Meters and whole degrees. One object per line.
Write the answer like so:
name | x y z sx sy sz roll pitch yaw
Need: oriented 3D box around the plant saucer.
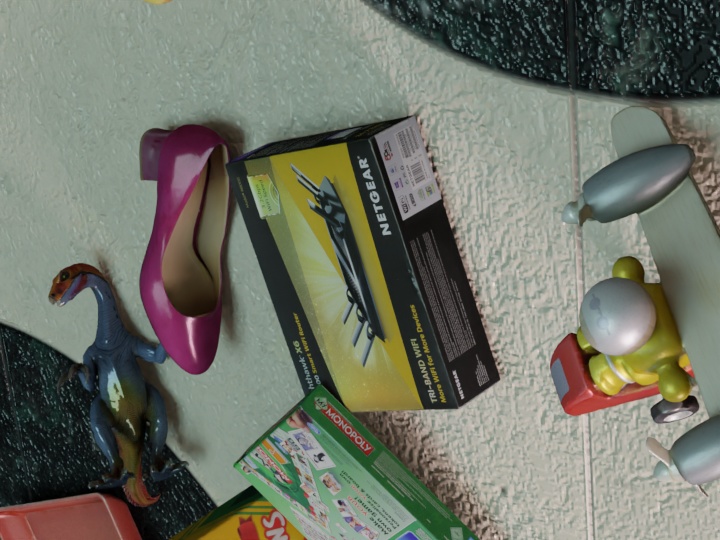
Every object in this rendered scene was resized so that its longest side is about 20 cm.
plant saucer | -0.245 0.298 1.763 0.199 0.037 0.201 -15 101 47

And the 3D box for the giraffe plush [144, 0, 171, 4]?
giraffe plush | -0.182 -0.274 1.311 0.162 0.199 0.174 -143 35 -66

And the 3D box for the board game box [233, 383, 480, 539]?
board game box | 0.006 0.186 1.416 0.200 0.029 0.135 45 145 -2

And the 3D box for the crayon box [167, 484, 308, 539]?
crayon box | -0.095 0.253 1.466 0.051 0.199 0.128 -16 101 47

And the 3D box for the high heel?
high heel | -0.125 -0.011 1.444 0.096 0.067 0.202 11 116 53

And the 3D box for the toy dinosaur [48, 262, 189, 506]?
toy dinosaur | -0.218 0.092 1.589 0.183 0.104 0.200 71 155 19

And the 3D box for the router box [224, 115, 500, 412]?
router box | 0.000 0.000 1.342 0.156 0.052 0.202 -7 107 47

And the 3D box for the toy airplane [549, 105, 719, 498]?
toy airplane | 0.192 0.024 1.098 0.200 0.140 0.201 31 112 47
